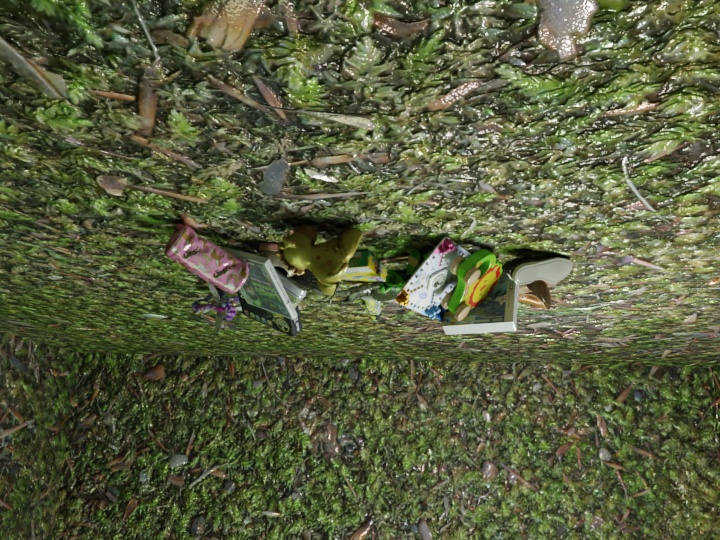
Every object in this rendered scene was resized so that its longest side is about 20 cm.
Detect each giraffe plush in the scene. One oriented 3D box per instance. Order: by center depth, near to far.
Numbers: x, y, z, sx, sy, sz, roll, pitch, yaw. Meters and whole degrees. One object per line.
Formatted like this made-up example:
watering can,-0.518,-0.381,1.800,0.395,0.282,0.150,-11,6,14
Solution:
giraffe plush,-0.106,-0.033,1.269,0.160,0.201,0.174,27,129,-3

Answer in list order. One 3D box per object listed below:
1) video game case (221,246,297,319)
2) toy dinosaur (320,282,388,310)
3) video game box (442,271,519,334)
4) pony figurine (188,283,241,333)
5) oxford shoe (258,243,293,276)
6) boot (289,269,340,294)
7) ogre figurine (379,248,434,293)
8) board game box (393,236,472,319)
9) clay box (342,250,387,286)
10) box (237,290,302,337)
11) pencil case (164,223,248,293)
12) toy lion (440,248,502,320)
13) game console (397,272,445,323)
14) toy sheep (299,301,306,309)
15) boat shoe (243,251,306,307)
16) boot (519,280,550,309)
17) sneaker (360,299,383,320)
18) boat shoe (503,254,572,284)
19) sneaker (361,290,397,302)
video game case,-0.262,0.031,1.430,0.198,0.023,0.184,13,137,42
toy dinosaur,-0.022,0.068,1.569,0.196,0.048,0.088,-12,159,-14
video game box,0.335,0.087,1.560,0.197,0.184,0.047,-7,133,27
pony figurine,-0.447,0.114,1.842,0.197,0.170,0.192,-7,178,-28
oxford shoe,-0.171,-0.016,1.452,0.196,0.075,0.071,9,163,-24
boot,-0.141,0.023,1.596,0.179,0.074,0.200,23,-178,0
ogre figurine,0.149,0.013,1.461,0.119,0.099,0.201,14,125,-39
board game box,0.196,0.027,1.409,0.201,0.026,0.199,-50,145,11
clay box,0.000,0.000,1.536,0.113,0.049,0.200,-4,164,18
box,-0.263,0.088,1.604,0.197,0.049,0.163,21,134,26
pencil case,-0.360,-0.027,1.324,0.199,0.088,0.082,33,146,-27
toy lion,0.299,0.024,1.443,0.190,0.068,0.202,-30,144,-31
game console,0.190,0.091,1.652,0.168,0.121,0.199,6,167,30
toy sheep,-0.237,0.089,1.716,0.135,0.141,0.200,7,168,-16
boat shoe,-0.235,0.024,1.470,0.198,0.063,0.072,35,-176,5
boot,0.469,0.071,1.690,0.153,0.075,0.199,-15,144,42
sneaker,0.039,0.106,1.872,0.075,0.077,0.201,8,154,4
boat shoe,0.453,-0.006,1.441,0.196,0.075,0.060,-9,-149,-24
sneaker,0.064,0.060,1.683,0.080,0.078,0.198,19,171,-37
